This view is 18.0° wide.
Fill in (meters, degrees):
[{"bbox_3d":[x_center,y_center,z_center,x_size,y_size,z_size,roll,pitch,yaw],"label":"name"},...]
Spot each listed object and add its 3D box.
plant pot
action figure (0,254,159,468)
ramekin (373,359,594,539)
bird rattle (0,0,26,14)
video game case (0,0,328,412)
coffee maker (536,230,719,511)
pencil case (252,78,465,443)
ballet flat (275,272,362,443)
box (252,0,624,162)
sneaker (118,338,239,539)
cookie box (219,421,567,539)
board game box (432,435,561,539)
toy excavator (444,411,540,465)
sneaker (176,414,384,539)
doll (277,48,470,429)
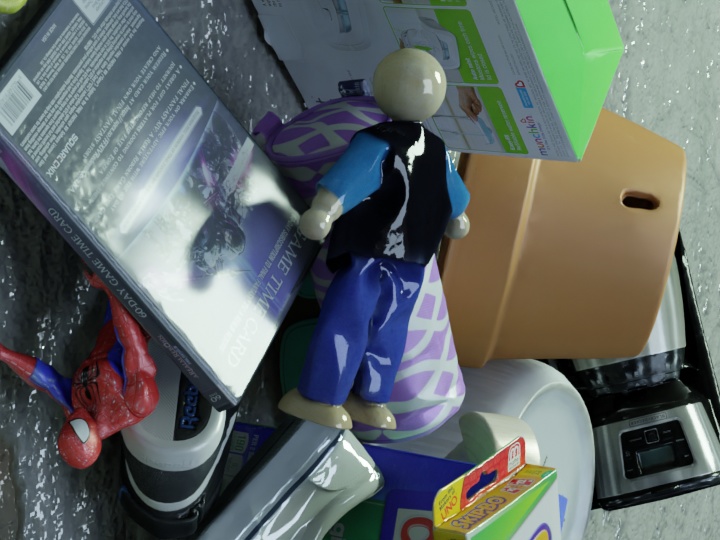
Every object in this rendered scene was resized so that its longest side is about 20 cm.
[{"bbox_3d":[0.125,-0.025,1.455,0.200,0.139,0.202,13,90,-89],"label":"plant pot"},{"bbox_3d":[-0.131,0.005,1.156,0.099,0.065,0.201,42,45,-30],"label":"action figure"},{"bbox_3d":[0.078,0.145,1.524,0.200,0.104,0.202,-19,112,-58],"label":"ramekin"},{"bbox_3d":[-0.160,-0.214,0.988,0.113,0.162,0.201,-78,165,-46],"label":"bird rattle"},{"bbox_3d":[-0.103,-0.047,1.150,0.200,0.019,0.143,51,40,-21],"label":"video game case"},{"bbox_3d":[0.204,0.065,1.647,0.192,0.134,0.202,-7,84,-61],"label":"coffee maker"},{"bbox_3d":[0.000,0.000,1.289,0.084,0.085,0.201,-52,132,-56],"label":"pencil case"},{"bbox_3d":[-0.023,0.013,1.375,0.072,0.067,0.201,-68,149,-62],"label":"ballet flat"},{"bbox_3d":[0.035,-0.163,1.309,0.097,0.175,0.200,-65,145,-30],"label":"box"},{"bbox_3d":[-0.096,0.057,1.251,0.112,0.072,0.201,103,2,-46],"label":"sneaker"},{"bbox_3d":[0.002,0.188,1.303,0.075,0.199,0.173,28,72,-58],"label":"cookie box"},{"bbox_3d":[0.078,0.197,1.217,0.095,0.030,0.202,-27,115,-51],"label":"board game box"},{"bbox_3d":[0.034,0.195,1.394,0.099,0.194,0.202,8,76,-33],"label":"toy excavator"},{"bbox_3d":[-0.065,0.165,1.241,0.071,0.073,0.200,43,84,-8],"label":"sneaker"},{"bbox_3d":[0.009,-0.018,1.203,0.136,0.048,0.202,6,99,-52],"label":"doll"}]
